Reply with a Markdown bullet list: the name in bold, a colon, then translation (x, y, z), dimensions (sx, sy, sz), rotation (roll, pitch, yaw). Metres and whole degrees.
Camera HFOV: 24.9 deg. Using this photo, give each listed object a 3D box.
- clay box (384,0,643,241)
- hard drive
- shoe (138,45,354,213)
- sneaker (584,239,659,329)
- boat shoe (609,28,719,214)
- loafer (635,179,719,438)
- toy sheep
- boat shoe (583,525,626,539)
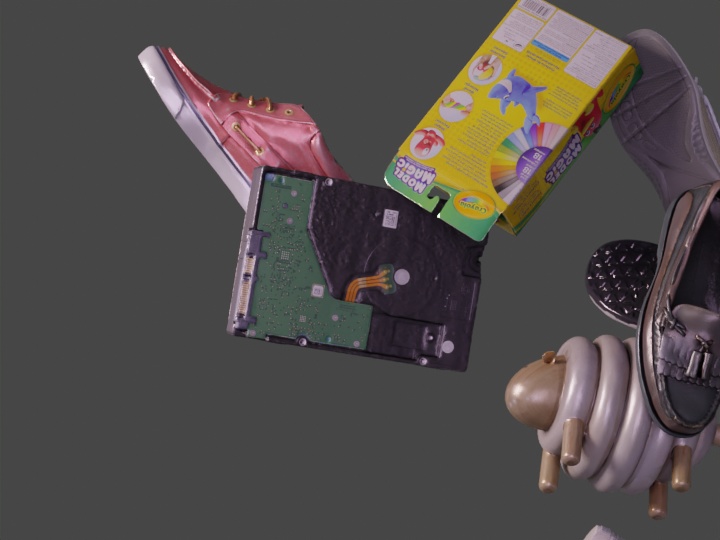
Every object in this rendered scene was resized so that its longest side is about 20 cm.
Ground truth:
- **clay box**: translation (0.121, -0.117, 1.312), dimensions (0.115, 0.048, 0.200), rotation (35, 83, 31)
- **hard drive**: translation (0.000, 0.000, 1.319), dimensions (0.200, 0.038, 0.140), rotation (9, 88, -18)
- **shoe**: translation (-0.093, -0.122, 1.353), dimensions (0.091, 0.071, 0.200), rotation (-37, 90, 0)
- **sneaker**: translation (0.272, 0.040, 1.312), dimensions (0.200, 0.083, 0.072), rotation (24, 76, 31)
- **boat shoe**: translation (0.262, -0.101, 1.330), dimensions (0.074, 0.065, 0.202), rotation (-30, 79, 22)
- **loafer**: translation (0.253, 0.024, 1.226), dimensions (0.072, 0.063, 0.200), rotation (13, 70, -11)
- **toy sheep**: translation (0.210, 0.118, 1.285), dimensions (0.200, 0.138, 0.138), rotation (17, 88, -9)
- **boat shoe**: translation (0.170, 0.306, 1.311), dimensions (0.068, 0.072, 0.200), rotation (29, 80, 6)
